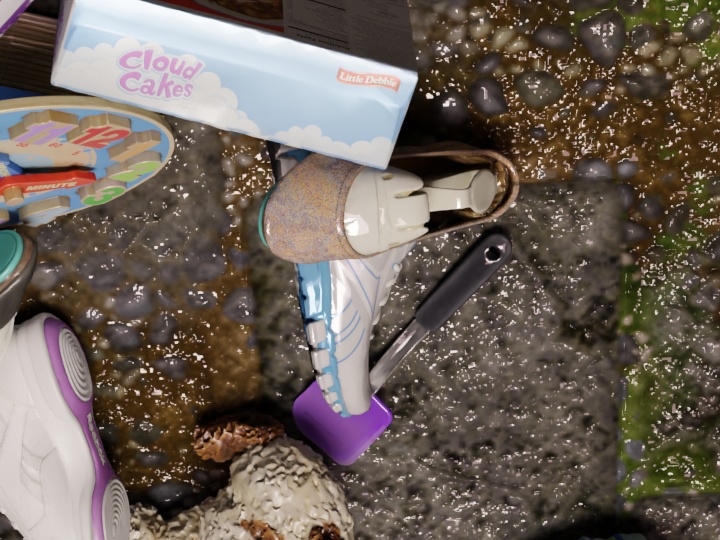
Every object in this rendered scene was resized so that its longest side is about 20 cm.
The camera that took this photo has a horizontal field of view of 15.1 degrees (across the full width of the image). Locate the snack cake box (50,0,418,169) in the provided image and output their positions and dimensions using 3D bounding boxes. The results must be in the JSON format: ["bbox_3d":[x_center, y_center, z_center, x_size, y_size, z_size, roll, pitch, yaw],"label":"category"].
[{"bbox_3d":[-0.072,-0.134,1.548,0.199,0.115,0.067,14,120,-11],"label":"snack cake box"}]

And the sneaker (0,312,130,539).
[{"bbox_3d":[-0.206,0.131,1.721,0.099,0.075,0.201,-13,93,14],"label":"sneaker"}]

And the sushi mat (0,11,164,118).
[{"bbox_3d":[-0.213,-0.115,1.616,0.199,0.012,0.096,12,121,-10],"label":"sushi mat"}]

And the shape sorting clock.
[{"bbox_3d":[-0.206,-0.057,1.576,0.199,0.039,0.200,-14,161,-5],"label":"shape sorting clock"}]

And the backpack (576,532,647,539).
[{"bbox_3d":[0.166,0.273,1.811,0.153,0.163,0.200,-34,112,8],"label":"backpack"}]

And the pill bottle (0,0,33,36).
[{"bbox_3d":[-0.255,-0.156,1.518,0.111,0.112,0.200,38,108,-24],"label":"pill bottle"}]

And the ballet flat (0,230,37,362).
[{"bbox_3d":[-0.261,0.032,1.674,0.199,0.068,0.068,-21,132,30],"label":"ballet flat"}]

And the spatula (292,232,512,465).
[{"bbox_3d":[0.029,0.046,1.725,0.056,0.021,0.200,39,111,-5],"label":"spatula"}]

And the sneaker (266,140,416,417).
[{"bbox_3d":[0.000,0.000,1.664,0.086,0.075,0.201,-12,120,-4],"label":"sneaker"}]

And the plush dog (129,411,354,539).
[{"bbox_3d":[-0.056,0.187,1.745,0.160,0.200,0.172,-13,141,-34],"label":"plush dog"}]

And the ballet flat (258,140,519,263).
[{"bbox_3d":[0.025,-0.044,1.577,0.067,0.200,0.069,9,108,37],"label":"ballet flat"}]
